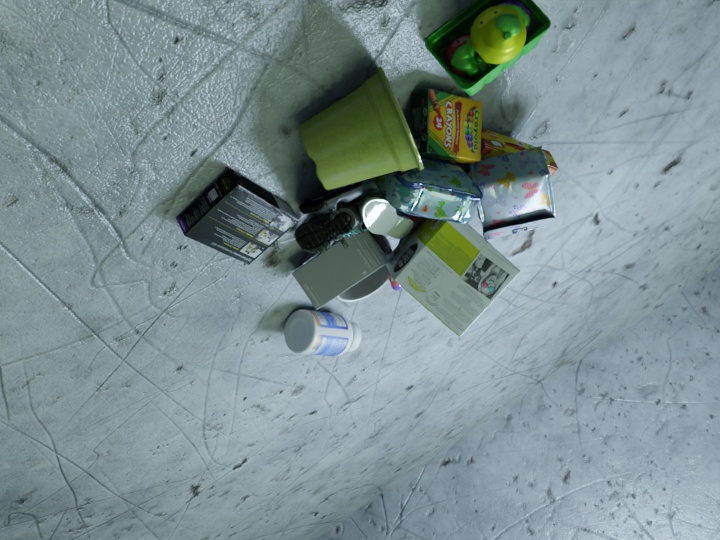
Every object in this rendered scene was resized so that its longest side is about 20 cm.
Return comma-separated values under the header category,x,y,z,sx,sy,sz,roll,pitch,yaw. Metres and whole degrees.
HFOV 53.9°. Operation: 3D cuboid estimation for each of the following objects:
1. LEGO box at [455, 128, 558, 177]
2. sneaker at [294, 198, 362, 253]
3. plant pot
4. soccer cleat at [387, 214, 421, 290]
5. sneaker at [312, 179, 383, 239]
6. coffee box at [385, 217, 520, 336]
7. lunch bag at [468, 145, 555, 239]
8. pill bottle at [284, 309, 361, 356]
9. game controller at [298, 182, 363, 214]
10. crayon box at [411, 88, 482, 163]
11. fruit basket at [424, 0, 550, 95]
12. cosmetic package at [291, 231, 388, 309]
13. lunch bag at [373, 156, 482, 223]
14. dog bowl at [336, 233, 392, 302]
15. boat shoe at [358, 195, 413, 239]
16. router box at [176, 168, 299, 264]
category,x,y,z,sx,sy,sz,roll,pitch,yaw
LEGO box,0.328,-0.227,1.643,0.200,0.077,0.149,14,129,-21
sneaker,-0.058,-0.094,1.489,0.200,0.075,0.079,-21,-163,42
plant pot,-0.006,-0.242,1.304,0.184,0.201,0.200,-24,149,6
soccer cleat,0.121,-0.043,1.701,0.067,0.076,0.200,-1,106,-60
sneaker,-0.029,-0.108,1.539,0.200,0.086,0.078,-42,147,12
coffee box,0.196,-0.010,1.586,0.200,0.200,0.198,40,97,-12
lunch bag,0.343,-0.154,1.575,0.169,0.127,0.200,-11,137,10
pill bottle,-0.091,0.165,1.832,0.200,0.112,0.112,13,126,-50
game controller,-0.060,-0.144,1.409,0.104,0.042,0.200,-34,-169,-12
crayon box,0.190,-0.293,1.459,0.200,0.051,0.127,-1,92,-43
fruit basket,0.233,-0.426,1.276,0.215,0.156,0.216,-32,163,-11
cosmetic package,-0.045,-0.009,1.614,0.200,0.107,0.090,-36,-177,3
lunch bag,0.133,-0.174,1.433,0.200,0.161,0.083,8,122,-24
dog bowl,0.000,0.000,1.742,0.200,0.059,0.200,-24,148,-16
boat shoe,0.041,-0.117,1.456,0.073,0.062,0.200,-50,151,11
router box,-0.237,-0.100,1.393,0.149,0.051,0.200,-40,148,13
